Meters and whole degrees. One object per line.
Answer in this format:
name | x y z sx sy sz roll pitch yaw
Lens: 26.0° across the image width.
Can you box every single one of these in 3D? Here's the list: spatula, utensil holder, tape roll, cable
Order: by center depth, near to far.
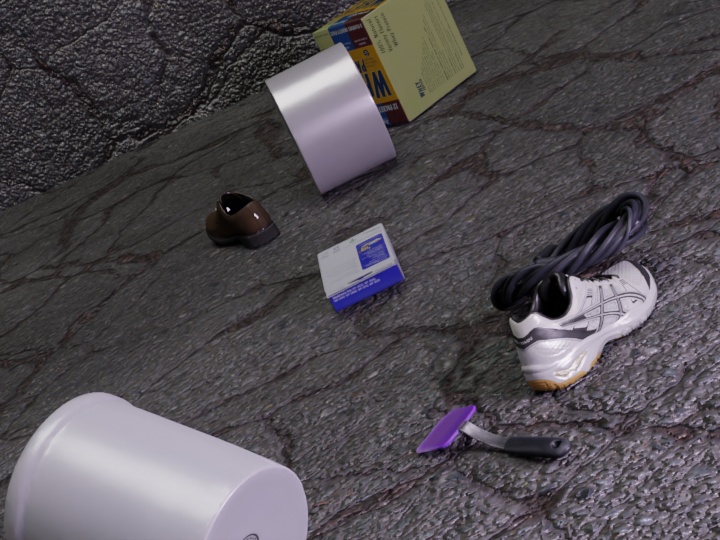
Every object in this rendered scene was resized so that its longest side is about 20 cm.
utensil holder | -0.167 0.209 1.304 0.199 0.171 0.170 14 38 31
spatula | 0.120 0.150 1.394 0.057 0.021 0.199 -49 28 -24
cable | 0.216 -0.020 1.608 0.163 0.051 0.200 -28 -2 -27
tape roll | -0.047 -0.240 2.461 0.138 0.204 0.203 -27 17 0

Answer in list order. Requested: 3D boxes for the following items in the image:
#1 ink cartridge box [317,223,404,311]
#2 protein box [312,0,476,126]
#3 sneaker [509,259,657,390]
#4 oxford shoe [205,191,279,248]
ink cartridge box | 0.000 0.000 1.976 0.099 0.039 0.200 -25 16 4
protein box | 0.061 -0.381 2.714 0.134 0.199 0.200 -6 27 49
sneaker | 0.216 0.030 1.495 0.075 0.088 0.200 -11 21 45
oxford shoe | -0.196 -0.089 2.441 0.073 0.085 0.200 -37 18 -25
